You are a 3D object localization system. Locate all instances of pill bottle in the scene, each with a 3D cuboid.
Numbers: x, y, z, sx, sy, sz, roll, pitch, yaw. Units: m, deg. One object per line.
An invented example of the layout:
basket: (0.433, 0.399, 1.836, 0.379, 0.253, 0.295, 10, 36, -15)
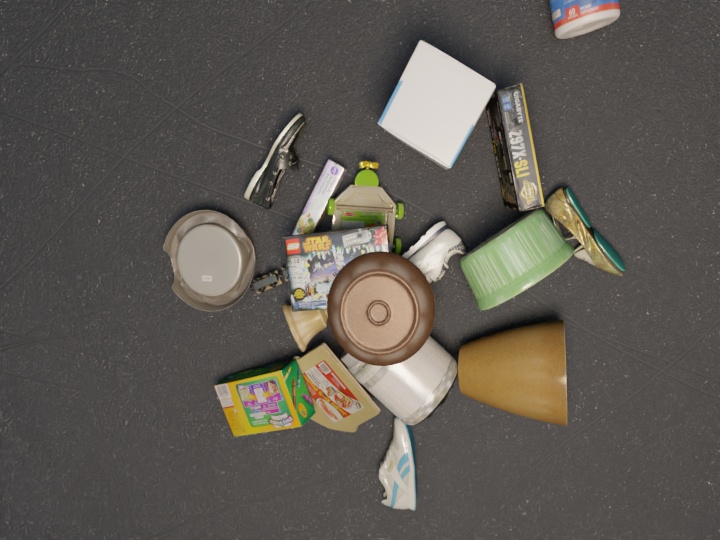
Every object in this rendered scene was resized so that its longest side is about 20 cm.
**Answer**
pill bottle: (0.373, -0.520, 0.949, 0.109, 0.112, 0.206, -13, 98, 9)

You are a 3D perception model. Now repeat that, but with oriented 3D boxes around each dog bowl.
dog bowl: (-0.305, -0.023, 1.142, 0.193, 0.059, 0.207, 1, 100, 8)

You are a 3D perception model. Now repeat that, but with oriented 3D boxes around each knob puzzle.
knob puzzle: (-0.070, 0.249, 1.139, 0.214, 0.030, 0.225, 16, 126, 23)

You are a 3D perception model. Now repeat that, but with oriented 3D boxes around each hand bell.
hand bell: (-0.051, 0.073, 1.126, 0.196, 0.104, 0.106, -26, 96, -3)

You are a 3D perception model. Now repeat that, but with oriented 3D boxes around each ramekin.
ramekin: (0.275, -0.024, 1.003, 0.197, 0.200, 0.099, -34, 87, 11)

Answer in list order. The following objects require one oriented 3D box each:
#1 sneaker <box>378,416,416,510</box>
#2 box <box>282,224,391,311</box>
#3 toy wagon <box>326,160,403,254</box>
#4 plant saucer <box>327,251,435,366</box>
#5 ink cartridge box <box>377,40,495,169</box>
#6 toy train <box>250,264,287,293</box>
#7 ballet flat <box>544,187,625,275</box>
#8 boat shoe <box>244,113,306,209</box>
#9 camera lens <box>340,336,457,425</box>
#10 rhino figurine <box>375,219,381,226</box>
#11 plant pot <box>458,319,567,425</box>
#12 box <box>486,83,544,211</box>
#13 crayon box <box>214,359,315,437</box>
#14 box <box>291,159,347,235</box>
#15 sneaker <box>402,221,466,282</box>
sneaker: (0.077, 0.403, 1.157, 0.078, 0.077, 0.207, -2, 97, 9)
box: (-0.038, -0.003, 1.011, 0.194, 0.040, 0.142, -6, 97, 11)
toy wagon: (0.009, -0.110, 1.083, 0.150, 0.040, 0.207, 2, 99, -12)
plant saucer: (0.034, 0.071, 0.969, 0.194, 0.037, 0.207, 1, 97, 8)
ink cartridge box: (0.132, -0.279, 0.973, 0.144, 0.200, 0.149, 30, 102, 2)
toy train: (-0.135, -0.001, 1.132, 0.195, 0.046, 0.035, -22, 91, 7)
ballet flat: (0.419, -0.064, 1.048, 0.070, 0.071, 0.202, -37, 94, 11)
boat shoe: (-0.152, -0.207, 1.085, 0.065, 0.075, 0.201, 35, 102, -2)
camera lens: (0.079, 0.182, 1.076, 0.199, 0.160, 0.161, 42, 102, -1)
rhino figurine: (0.000, 0.000, 1.058, 0.085, 0.060, 0.205, 16, 102, -13)
plant pot: (0.290, 0.193, 1.056, 0.194, 0.186, 0.193, -3, 99, 20)
box: (0.272, -0.214, 0.987, 0.048, 0.160, 0.206, -12, 97, 9)
crayon box: (-0.200, 0.266, 1.144, 0.196, 0.058, 0.122, -17, 97, 31)
box: (-0.090, -0.122, 1.108, 0.038, 0.041, 0.204, 28, 101, 2)
sneaker: (0.114, -0.001, 1.078, 0.200, 0.076, 0.081, -44, 81, 13)
